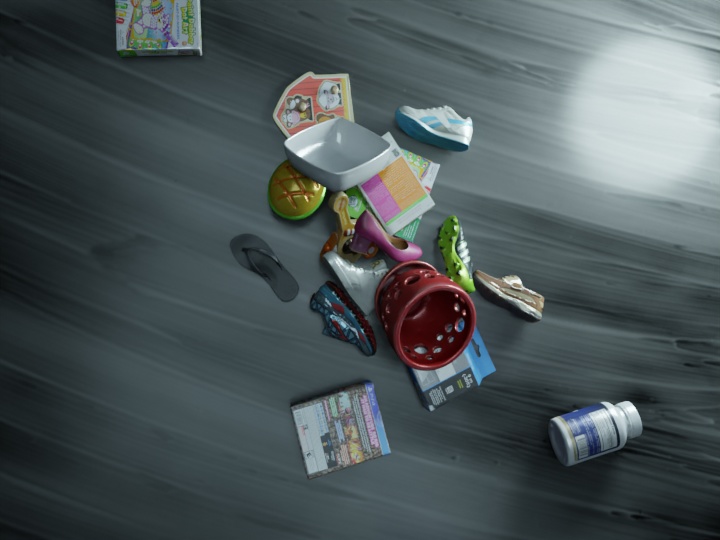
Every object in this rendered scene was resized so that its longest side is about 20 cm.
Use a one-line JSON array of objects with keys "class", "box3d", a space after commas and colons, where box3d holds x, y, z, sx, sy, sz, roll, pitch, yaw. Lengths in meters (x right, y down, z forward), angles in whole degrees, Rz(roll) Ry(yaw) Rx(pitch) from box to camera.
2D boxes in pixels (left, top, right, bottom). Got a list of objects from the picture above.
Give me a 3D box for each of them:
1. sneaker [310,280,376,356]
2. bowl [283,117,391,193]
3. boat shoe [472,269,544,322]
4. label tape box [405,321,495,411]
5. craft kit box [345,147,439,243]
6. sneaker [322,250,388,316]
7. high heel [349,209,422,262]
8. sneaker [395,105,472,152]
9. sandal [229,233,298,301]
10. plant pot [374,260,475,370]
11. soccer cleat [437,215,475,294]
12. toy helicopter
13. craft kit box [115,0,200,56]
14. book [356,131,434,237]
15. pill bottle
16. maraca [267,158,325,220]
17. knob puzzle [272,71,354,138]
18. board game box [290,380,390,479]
[{"class": "sneaker", "box3d": [-0.041, 0.126, 1.635, 0.095, 0.079, 0.202, -38, 91, 15]}, {"class": "bowl", "box3d": [-0.051, -0.248, 1.552, 0.198, 0.076, 0.198, 33, 46, 33]}, {"class": "boat shoe", "box3d": [0.353, 0.049, 1.677, 0.197, 0.076, 0.073, 31, 75, -8]}, {"class": "label tape box", "box3d": [0.213, 0.216, 1.647, 0.196, 0.063, 0.147, -26, 89, -7]}, {"class": "craft kit box", "box3d": [0.068, -0.194, 1.680, 0.192, 0.049, 0.205, 20, 83, -1]}, {"class": "sneaker", "box3d": [0.000, 0.000, 1.605, 0.115, 0.074, 0.201, -42, 128, -5]}, {"class": "high heel", "box3d": [0.072, -0.077, 1.578, 0.195, 0.068, 0.098, 5, 121, -35]}, {"class": "sneaker", "box3d": [0.177, -0.357, 1.695, 0.195, 0.076, 0.083, 19, 75, -10]}, {"class": "sandal", "box3d": [-0.219, -0.014, 1.632, 0.199, 0.043, 0.077, 41, 82, -1]}, {"class": "plant pot", "box3d": [0.132, 0.092, 1.559, 0.194, 0.183, 0.207, -8, 113, -19]}, {"class": "soccer cleat", "box3d": [0.229, -0.036, 1.655, 0.080, 0.067, 0.205, 32, 43, -40]}, {"class": "toy helicopter", "box3d": [-0.042, -0.091, 1.581, 0.130, 0.203, 0.079, -32, 48, -15]}, {"class": "craft kit box", "box3d": [-0.475, -0.610, 1.652, 0.191, 0.048, 0.207, -3, 86, -9]}, {"class": "book", "box3d": [0.066, -0.199, 1.637, 0.132, 0.048, 0.203, -32, 88, -3]}, {"class": "pill bottle", "box3d": [0.551, 0.375, 1.645, 0.194, 0.111, 0.114, -15, 86, -7]}, {"class": "maraca", "box3d": [-0.138, -0.211, 1.629, 0.134, 0.107, 0.204, 23, 72, 3]}, {"class": "knob puzzle", "box3d": [-0.113, -0.379, 1.683, 0.212, 0.030, 0.227, 0, 85, -6]}, {"class": "board game box", "box3d": [-0.048, 0.357, 1.590, 0.194, 0.097, 0.164, -15, 87, -7]}]
